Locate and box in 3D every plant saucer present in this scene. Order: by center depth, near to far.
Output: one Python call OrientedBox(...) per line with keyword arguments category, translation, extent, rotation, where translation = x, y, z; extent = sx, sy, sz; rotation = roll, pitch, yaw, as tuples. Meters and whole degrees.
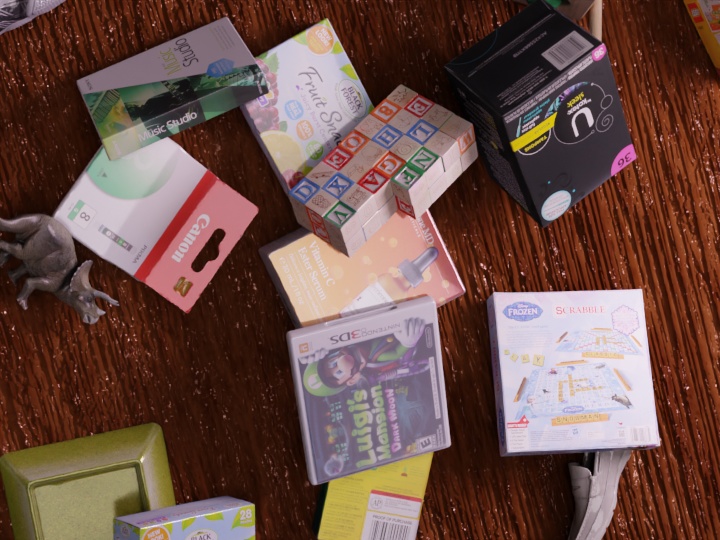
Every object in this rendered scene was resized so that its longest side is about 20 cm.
OrientedBox(category="plant saucer", translation=(-0.319, 0.302, 1.631), extent=(0.198, 0.048, 0.202), rotation=(-11, 96, -10))

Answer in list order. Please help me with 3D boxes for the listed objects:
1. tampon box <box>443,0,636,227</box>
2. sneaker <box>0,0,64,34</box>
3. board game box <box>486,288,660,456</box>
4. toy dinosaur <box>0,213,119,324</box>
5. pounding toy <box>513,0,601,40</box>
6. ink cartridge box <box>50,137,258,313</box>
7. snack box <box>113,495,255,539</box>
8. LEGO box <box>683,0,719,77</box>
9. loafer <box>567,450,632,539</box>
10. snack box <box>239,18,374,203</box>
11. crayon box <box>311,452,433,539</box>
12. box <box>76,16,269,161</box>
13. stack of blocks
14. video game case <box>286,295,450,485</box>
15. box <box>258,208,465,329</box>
OrientedBox(category="tampon box", translation=(0.216, -0.184, 1.606), extent=(0.149, 0.126, 0.201), rotation=(-36, 137, -5))
OrientedBox(category="sneaker", translation=(-0.437, -0.326, 1.554), extent=(0.199, 0.075, 0.116), rotation=(-29, 98, -12))
OrientedBox(category="board game box", translation=(0.264, 0.126, 1.695), extent=(0.198, 0.041, 0.202), rotation=(0, 75, -10))
OrientedBox(category="toy dinosaur", translation=(-0.370, -0.022, 1.572), extent=(0.102, 0.077, 0.201), rotation=(-28, 122, -5))
OrientedBox(category="pounding toy", translation=(0.261, -0.373, 1.632), extent=(0.141, 0.184, 0.202), rotation=(17, 91, 1))
OrientedBox(category="ink cartridge box", translation=(-0.243, -0.068, 1.619), extent=(0.199, 0.050, 0.162), rotation=(36, 88, -8))
OrientedBox(category="snack box", translation=(-0.207, 0.383, 1.611), extent=(0.168, 0.067, 0.202), rotation=(-5, 95, -42))
OrientedBox(category="LEGO box", translation=(0.481, -0.316, 1.652), extent=(0.077, 0.200, 0.150), rotation=(-29, 99, -6))
OrientedBox(category="loafer", translation=(0.294, 0.265, 1.730), extent=(0.069, 0.070, 0.202), rotation=(19, 83, -6))
OrientedBox(category="snack box", translation=(-0.056, -0.180, 1.641), extent=(0.141, 0.053, 0.201), rotation=(-30, 99, -8))
OrientedBox(category="crayon box", translation=(0.022, 0.241, 1.685), extent=(0.126, 0.051, 0.202), rotation=(12, 92, -11))
OrientedBox(category="box", translation=(-0.219, -0.212, 1.567), extent=(0.198, 0.145, 0.037), rotation=(-26, 132, -7))
OrientedBox(category="stack of blocks", translation=(0.028, -0.110, 1.561), extent=(0.115, 0.059, 0.200), rotation=(33, 68, 30))
OrientedBox(category="video game case", translation=(0.013, 0.143, 1.604), extent=(0.180, 0.023, 0.202), rotation=(-14, 115, -13))
OrientedBox(category="box", translation=(0.000, 0.000, 1.636), extent=(0.199, 0.106, 0.153), rotation=(-27, 98, -7))
